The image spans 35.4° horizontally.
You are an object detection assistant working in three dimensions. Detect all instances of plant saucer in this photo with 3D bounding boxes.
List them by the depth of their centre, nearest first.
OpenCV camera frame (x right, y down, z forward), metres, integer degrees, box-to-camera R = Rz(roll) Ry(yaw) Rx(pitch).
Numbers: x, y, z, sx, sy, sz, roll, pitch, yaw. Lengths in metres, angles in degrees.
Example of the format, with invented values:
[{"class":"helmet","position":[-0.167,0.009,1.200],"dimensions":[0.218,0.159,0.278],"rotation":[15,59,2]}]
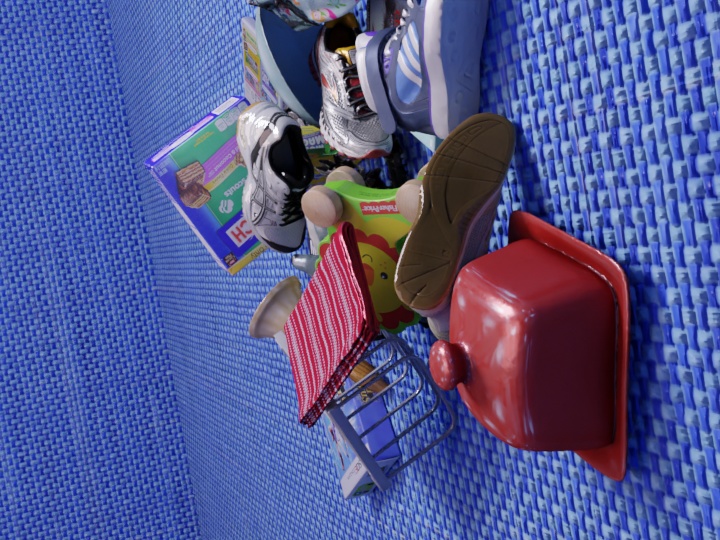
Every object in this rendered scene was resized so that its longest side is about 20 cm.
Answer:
[{"class":"plant saucer","position":[-0.075,-0.247,1.361],"dimensions":[0.201,0.039,0.202],"rotation":[45,-148,-39]}]

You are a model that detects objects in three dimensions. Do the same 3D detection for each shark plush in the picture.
[{"class":"shark plush","position":[0.000,0.000,1.319],"dimensions":[0.200,0.091,0.083],"rotation":[52,141,17]}]

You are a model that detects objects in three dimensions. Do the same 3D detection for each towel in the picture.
[{"class":"towel","position":[-0.038,0.060,1.218],"dimensions":[0.200,0.022,0.145],"rotation":[122,144,-45]}]

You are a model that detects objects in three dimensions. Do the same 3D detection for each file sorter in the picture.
[{"class":"file sorter","position":[0.007,0.133,1.347],"dimensions":[0.139,0.124,0.200],"rotation":[58,173,-31]}]

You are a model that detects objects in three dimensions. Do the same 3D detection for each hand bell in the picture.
[{"class":"hand bell","position":[-0.043,0.106,1.531],"dimensions":[0.200,0.104,0.104],"rotation":[36,145,16]}]

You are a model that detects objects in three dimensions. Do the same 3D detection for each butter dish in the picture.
[{"class":"butter dish","position":[0.130,0.070,0.967],"dimensions":[0.199,0.147,0.201],"rotation":[-141,44,-61]}]

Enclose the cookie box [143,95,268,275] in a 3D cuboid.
[{"class":"cookie box","position":[-0.184,-0.123,1.634],"dimensions":[0.200,0.171,0.075],"rotation":[55,171,-21]}]

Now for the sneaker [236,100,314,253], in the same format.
[{"class":"sneaker","position":[-0.094,-0.098,1.335],"dimensions":[0.088,0.076,0.201],"rotation":[29,141,44]}]

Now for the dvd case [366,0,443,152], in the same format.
[{"class":"dvd case","position":[0.050,-0.230,1.232],"dimensions":[0.200,0.022,0.147],"rotation":[-126,31,-55]}]

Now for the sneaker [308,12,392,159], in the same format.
[{"class":"sneaker","position":[-0.013,-0.210,1.276],"dimensions":[0.082,0.078,0.201],"rotation":[110,146,-55]}]

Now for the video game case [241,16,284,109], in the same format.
[{"class":"video game case","position":[-0.149,-0.285,1.783],"dimensions":[0.200,0.022,0.183],"rotation":[-127,32,-54]}]

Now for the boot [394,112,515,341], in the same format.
[{"class":"boot","position":[0.102,-0.037,1.084],"dimensions":[0.201,0.072,0.155],"rotation":[-67,-22,-11]}]

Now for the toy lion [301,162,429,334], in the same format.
[{"class":"toy lion","position":[0.031,-0.018,1.235],"dimensions":[0.199,0.069,0.192],"rotation":[-1,119,37]}]

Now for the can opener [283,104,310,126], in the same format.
[{"class":"can opener","position":[-0.075,-0.199,1.577],"dimensions":[0.063,0.079,0.200],"rotation":[37,154,9]}]

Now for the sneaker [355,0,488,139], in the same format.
[{"class":"sneaker","position":[0.044,-0.228,1.094],"dimensions":[0.146,0.080,0.201],"rotation":[27,135,34]}]

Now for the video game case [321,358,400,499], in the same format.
[{"class":"video game case","position":[-0.013,0.205,1.616],"dimensions":[0.181,0.045,0.201],"rotation":[117,139,-59]}]

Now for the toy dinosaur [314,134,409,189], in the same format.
[{"class":"toy dinosaur","position":[0.025,-0.082,1.322],"dimensions":[0.199,0.102,0.136],"rotation":[10,128,40]}]

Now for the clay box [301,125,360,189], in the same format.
[{"class":"clay box","position":[-0.066,-0.148,1.469],"dimensions":[0.200,0.114,0.048],"rotation":[146,115,-69]}]

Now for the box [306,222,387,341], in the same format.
[{"class":"box","position":[-0.020,-0.009,1.518],"dimensions":[0.200,0.044,0.161],"rotation":[-144,45,-64]}]

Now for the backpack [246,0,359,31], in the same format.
[{"class":"backpack","position":[-0.041,-0.358,1.207],"dimensions":[0.200,0.150,0.178],"rotation":[17,79,61]}]
